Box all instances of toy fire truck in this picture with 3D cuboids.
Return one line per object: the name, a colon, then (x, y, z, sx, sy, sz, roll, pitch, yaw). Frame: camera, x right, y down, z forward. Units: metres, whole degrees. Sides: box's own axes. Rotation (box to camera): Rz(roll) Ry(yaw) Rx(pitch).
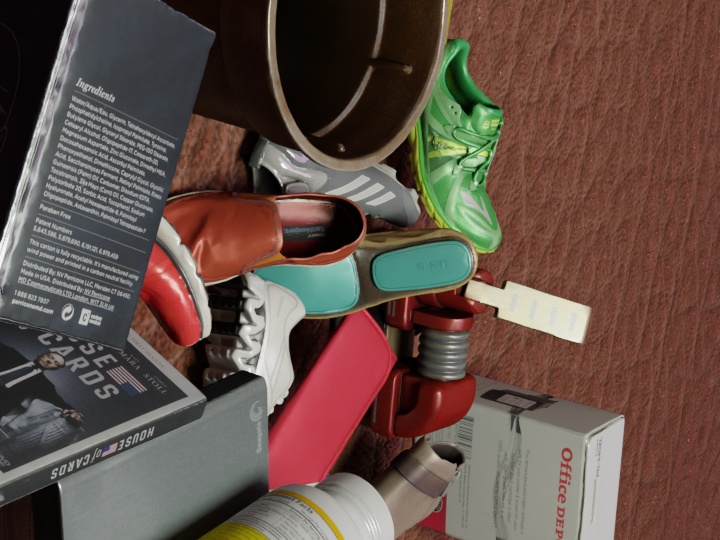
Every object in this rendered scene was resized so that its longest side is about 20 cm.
toy fire truck: (0.088, 0.064, 1.361, 0.128, 0.198, 0.179, -9, 107, -52)

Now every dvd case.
dvd case: (-0.217, 0.074, 0.988, 0.199, 0.150, 0.025, -20, 142, -50)

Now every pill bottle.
pill bottle: (-0.064, 0.218, 1.065, 0.199, 0.103, 0.106, -27, 122, -45)

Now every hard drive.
hard drive: (-0.140, 0.167, 1.059, 0.199, 0.033, 0.142, -24, 122, -47)

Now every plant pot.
plant pot: (-0.074, -0.182, 1.047, 0.199, 0.196, 0.203, -21, 116, -51)

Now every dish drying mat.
dish drying mat: (-0.032, 0.124, 1.262, 0.077, 0.018, 0.201, 55, 54, -32)

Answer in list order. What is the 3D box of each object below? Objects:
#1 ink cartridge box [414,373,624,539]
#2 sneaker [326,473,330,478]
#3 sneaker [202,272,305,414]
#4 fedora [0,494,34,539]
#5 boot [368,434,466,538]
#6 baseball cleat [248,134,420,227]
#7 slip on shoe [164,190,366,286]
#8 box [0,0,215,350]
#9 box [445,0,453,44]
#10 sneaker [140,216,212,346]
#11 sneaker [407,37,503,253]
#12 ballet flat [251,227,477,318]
ink cartridge box: (0.153, 0.197, 1.493, 0.083, 0.198, 0.147, -15, 113, -51)
sneaker: (-0.086, 0.226, 1.267, 0.200, 0.084, 0.078, -45, 133, -37)
sneaker: (-0.094, 0.104, 1.218, 0.080, 0.075, 0.203, 14, 90, -43)
fedora: (-0.181, 0.166, 1.109, 0.177, 0.089, 0.202, 38, 70, -52)
boot: (0.018, 0.211, 1.370, 0.146, 0.070, 0.200, -47, 167, 15)
baseball cleat: (-0.028, -0.065, 1.287, 0.199, 0.069, 0.107, 36, 77, -42)
slip on shoe: (-0.084, -0.030, 1.165, 0.198, 0.061, 0.075, -4, 80, -27)
box: (-0.217, -0.077, 0.891, 0.123, 0.198, 0.199, 20, 85, -56)
box: (0.038, -0.294, 1.196, 0.160, 0.049, 0.203, 95, -11, -81)
sneaker: (-0.183, -0.017, 1.057, 0.085, 0.077, 0.201, -46, 112, -23)
sneaker: (0.090, -0.113, 1.360, 0.074, 0.083, 0.203, -18, 91, -58)
ballet flat: (0.000, 0.000, 1.286, 0.063, 0.197, 0.070, -114, -160, -75)
